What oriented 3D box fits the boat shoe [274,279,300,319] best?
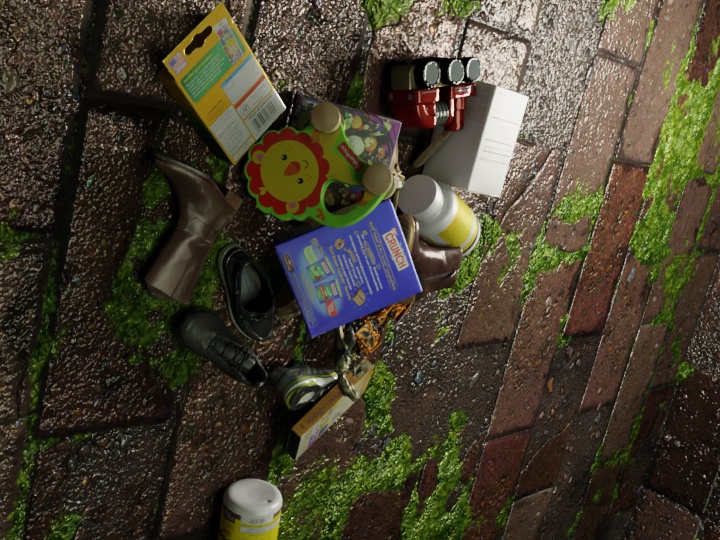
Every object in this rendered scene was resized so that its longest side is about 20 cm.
[{"bbox_3d":[-0.094,-0.006,1.439,0.201,0.071,0.065,-57,136,-26],"label":"boat shoe"}]

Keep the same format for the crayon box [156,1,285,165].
[{"bbox_3d":[-0.203,-0.269,1.197,0.126,0.051,0.201,-50,138,-17],"label":"crayon box"}]

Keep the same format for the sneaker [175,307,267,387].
[{"bbox_3d":[-0.216,0.127,1.349,0.076,0.090,0.200,-56,138,-8],"label":"sneaker"}]

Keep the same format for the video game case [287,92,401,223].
[{"bbox_3d":[-0.044,-0.169,1.364,0.179,0.036,0.202,13,101,-15],"label":"video game case"}]

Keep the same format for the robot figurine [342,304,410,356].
[{"bbox_3d":[0.035,0.074,1.619,0.201,0.058,0.145,-52,136,-15],"label":"robot figurine"}]

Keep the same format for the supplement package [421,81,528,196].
[{"bbox_3d":[0.221,-0.259,1.609,0.119,0.121,0.202,2,108,-48],"label":"supplement package"}]

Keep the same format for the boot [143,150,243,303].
[{"bbox_3d":[-0.278,-0.055,1.221,0.186,0.064,0.201,33,88,-48],"label":"boot"}]

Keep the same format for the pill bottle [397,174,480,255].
[{"bbox_3d":[0.148,-0.106,1.601,0.112,0.111,0.200,-61,146,-4],"label":"pill bottle"}]

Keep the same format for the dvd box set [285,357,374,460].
[{"bbox_3d":[-0.059,0.265,1.584,0.200,0.029,0.147,-42,165,-25],"label":"dvd box set"}]

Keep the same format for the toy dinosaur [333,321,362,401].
[{"bbox_3d":[-0.028,0.134,1.504,0.047,0.088,0.202,0,77,-17],"label":"toy dinosaur"}]

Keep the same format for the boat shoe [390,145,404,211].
[{"bbox_3d":[0.048,-0.160,1.510,0.073,0.069,0.202,-14,119,-43],"label":"boat shoe"}]

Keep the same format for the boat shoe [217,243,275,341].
[{"bbox_3d":[-0.174,0.048,1.373,0.074,0.066,0.201,-35,131,-32],"label":"boat shoe"}]

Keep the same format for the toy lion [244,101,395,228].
[{"bbox_3d":[-0.073,-0.145,1.287,0.191,0.200,0.069,-41,173,3],"label":"toy lion"}]

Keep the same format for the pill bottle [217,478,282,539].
[{"bbox_3d":[-0.208,0.494,1.524,0.109,0.109,0.202,-8,114,-45],"label":"pill bottle"}]

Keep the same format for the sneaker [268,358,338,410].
[{"bbox_3d":[-0.097,0.196,1.527,0.074,0.081,0.200,-50,162,12],"label":"sneaker"}]

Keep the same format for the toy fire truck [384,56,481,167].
[{"bbox_3d":[0.123,-0.281,1.513,0.175,0.128,0.202,-17,111,-41],"label":"toy fire truck"}]

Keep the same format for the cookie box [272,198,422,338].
[{"bbox_3d":[-0.021,-0.010,1.356,0.198,0.075,0.173,-22,109,-4],"label":"cookie box"}]

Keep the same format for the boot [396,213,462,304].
[{"bbox_3d":[0.120,-0.031,1.552,0.165,0.072,0.202,-15,132,-31],"label":"boot"}]
